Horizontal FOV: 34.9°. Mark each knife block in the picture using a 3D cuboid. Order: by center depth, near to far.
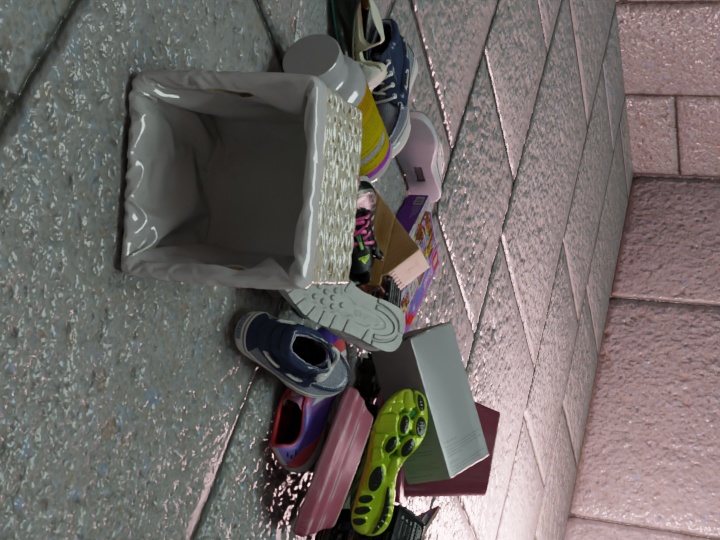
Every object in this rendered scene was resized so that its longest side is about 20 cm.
[{"bbox_3d":[0.000,0.000,1.631,0.201,0.175,0.064,54,0,30],"label":"knife block"}]

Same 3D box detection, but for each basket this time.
[{"bbox_3d":[-0.111,-0.086,1.131,0.161,0.196,0.203,1,93,-72],"label":"basket"}]

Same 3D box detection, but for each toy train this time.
[{"bbox_3d":[0.014,0.165,1.718,0.046,0.034,0.203,-5,99,-79],"label":"toy train"}]

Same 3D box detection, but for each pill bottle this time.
[{"bbox_3d":[-0.032,-0.198,1.428,0.201,0.103,0.105,64,37,-53],"label":"pill bottle"}]

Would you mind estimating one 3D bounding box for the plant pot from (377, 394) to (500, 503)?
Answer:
[{"bbox_3d":[0.117,0.263,1.748,0.200,0.177,0.203,9,90,-81],"label":"plant pot"}]

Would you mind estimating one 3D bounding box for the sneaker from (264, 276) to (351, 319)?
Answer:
[{"bbox_3d":[-0.056,0.006,1.432,0.200,0.085,0.081,39,57,-64],"label":"sneaker"}]

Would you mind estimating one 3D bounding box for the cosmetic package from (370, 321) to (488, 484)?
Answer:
[{"bbox_3d":[0.097,0.183,1.598,0.112,0.081,0.202,-14,87,-52],"label":"cosmetic package"}]

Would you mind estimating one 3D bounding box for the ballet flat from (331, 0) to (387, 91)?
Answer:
[{"bbox_3d":[-0.002,-0.291,1.534,0.068,0.068,0.202,-44,134,-60],"label":"ballet flat"}]

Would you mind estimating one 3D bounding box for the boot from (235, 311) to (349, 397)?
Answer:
[{"bbox_3d":[-0.056,0.110,1.358,0.199,0.090,0.074,30,77,-48],"label":"boot"}]

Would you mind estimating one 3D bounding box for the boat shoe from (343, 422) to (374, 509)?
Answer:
[{"bbox_3d":[-0.002,0.290,1.646,0.071,0.061,0.203,-13,131,-26],"label":"boat shoe"}]

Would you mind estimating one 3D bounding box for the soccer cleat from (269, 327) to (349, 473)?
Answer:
[{"bbox_3d":[-0.067,0.155,1.468,0.073,0.067,0.202,53,48,-54],"label":"soccer cleat"}]

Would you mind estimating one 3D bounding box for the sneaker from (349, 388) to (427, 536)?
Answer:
[{"bbox_3d":[0.027,0.250,1.529,0.202,0.073,0.083,-68,-163,-3],"label":"sneaker"}]

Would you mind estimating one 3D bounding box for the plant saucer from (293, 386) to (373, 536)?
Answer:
[{"bbox_3d":[-0.031,0.253,1.490,0.201,0.050,0.203,22,90,-89],"label":"plant saucer"}]

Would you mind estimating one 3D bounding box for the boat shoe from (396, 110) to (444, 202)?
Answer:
[{"bbox_3d":[0.095,-0.193,1.817,0.201,0.073,0.066,80,19,-55],"label":"boat shoe"}]

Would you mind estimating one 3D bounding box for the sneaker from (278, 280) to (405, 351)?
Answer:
[{"bbox_3d":[-0.040,0.039,1.366,0.199,0.080,0.077,37,70,-27],"label":"sneaker"}]

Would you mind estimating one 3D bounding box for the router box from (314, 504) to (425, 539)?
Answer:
[{"bbox_3d":[-0.007,0.422,1.543,0.062,0.149,0.202,42,52,-33],"label":"router box"}]

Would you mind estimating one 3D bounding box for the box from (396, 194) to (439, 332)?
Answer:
[{"bbox_3d":[0.073,-0.008,1.821,0.201,0.039,0.138,-61,147,-47],"label":"box"}]

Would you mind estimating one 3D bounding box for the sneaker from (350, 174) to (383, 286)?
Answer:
[{"bbox_3d":[-0.006,-0.045,1.479,0.201,0.073,0.088,98,-28,-60],"label":"sneaker"}]

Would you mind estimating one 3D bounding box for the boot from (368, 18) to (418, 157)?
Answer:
[{"bbox_3d":[0.031,-0.261,1.642,0.091,0.072,0.202,54,37,-49],"label":"boot"}]

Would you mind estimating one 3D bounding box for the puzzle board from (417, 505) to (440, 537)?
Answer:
[{"bbox_3d":[0.027,0.416,1.672,0.017,0.150,0.200,56,28,-3],"label":"puzzle board"}]
